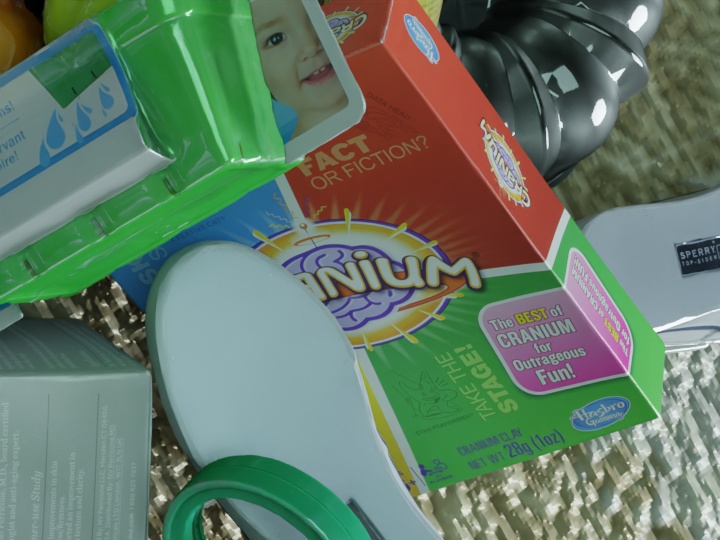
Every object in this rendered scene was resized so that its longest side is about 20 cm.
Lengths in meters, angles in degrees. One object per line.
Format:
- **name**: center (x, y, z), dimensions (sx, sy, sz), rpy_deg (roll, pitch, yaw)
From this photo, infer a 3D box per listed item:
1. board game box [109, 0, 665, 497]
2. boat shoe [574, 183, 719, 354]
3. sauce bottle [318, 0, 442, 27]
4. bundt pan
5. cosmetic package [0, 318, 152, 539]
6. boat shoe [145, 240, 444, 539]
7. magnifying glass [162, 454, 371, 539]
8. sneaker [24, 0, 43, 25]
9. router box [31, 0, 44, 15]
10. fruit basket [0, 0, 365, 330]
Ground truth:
- **board game box**: center (0.000, 0.000, 0.854), dimensions (0.200, 0.153, 0.040), rpy_deg (51, 32, -32)
- **boat shoe**: center (0.136, -0.001, 0.984), dimensions (0.200, 0.065, 0.074), rpy_deg (2, 77, -43)
- **sauce bottle**: center (-0.004, -0.086, 0.848), dimensions (0.066, 0.066, 0.200), rpy_deg (-5, 127, -23)
- **bundt pan**: center (0.042, -0.120, 0.949), dimensions (0.201, 0.076, 0.202), rpy_deg (2, 85, -23)
- **cosmetic package**: center (-0.183, 0.065, 0.819), dimensions (0.199, 0.107, 0.090), rpy_deg (-2, 101, -20)
- **boat shoe**: center (-0.019, 0.079, 0.852), dimensions (0.075, 0.086, 0.202), rpy_deg (-39, 100, -17)
- **magnifying glass**: center (-0.052, 0.132, 0.831), dimensions (0.080, 0.200, 0.022), rpy_deg (39, 49, 4)
- **sneaker**: center (-0.187, -0.067, 0.854), dimensions (0.200, 0.075, 0.114), rpy_deg (15, 75, -22)
- **router box**: center (-0.064, -0.208, 0.858), dimensions (0.200, 0.052, 0.158), rpy_deg (-26, 88, -18)
- **fruit basket**: center (-0.115, -0.096, 0.759), dimensions (0.185, 0.094, 0.200), rpy_deg (-28, 89, 22)
